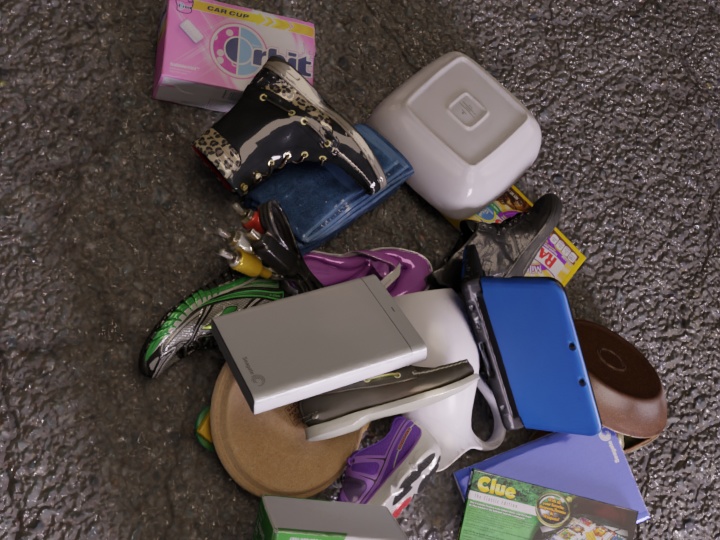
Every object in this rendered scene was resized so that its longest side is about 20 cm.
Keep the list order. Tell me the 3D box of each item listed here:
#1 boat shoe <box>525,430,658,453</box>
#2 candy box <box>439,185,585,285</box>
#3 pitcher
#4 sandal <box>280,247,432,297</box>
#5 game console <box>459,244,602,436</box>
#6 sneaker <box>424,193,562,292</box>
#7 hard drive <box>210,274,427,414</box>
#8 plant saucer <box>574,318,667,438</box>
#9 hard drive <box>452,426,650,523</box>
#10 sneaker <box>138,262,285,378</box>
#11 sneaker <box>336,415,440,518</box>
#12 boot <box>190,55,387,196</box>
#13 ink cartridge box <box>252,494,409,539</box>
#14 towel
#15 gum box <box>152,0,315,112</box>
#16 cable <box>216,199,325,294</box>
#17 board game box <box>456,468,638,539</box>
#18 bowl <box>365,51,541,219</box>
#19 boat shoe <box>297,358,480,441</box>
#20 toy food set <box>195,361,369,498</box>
[{"bbox_3d":[0.298,0.205,1.281,0.198,0.074,0.076,-16,78,-26],"label":"boat shoe"},{"bbox_3d":[0.200,-0.050,1.358,0.200,0.026,0.102,44,66,-3],"label":"candy box"},{"bbox_3d":[0.102,0.126,1.219,0.170,0.120,0.203,-4,83,-44],"label":"pitcher"},{"bbox_3d":[0.001,0.007,1.243,0.200,0.050,0.084,-3,73,-21],"label":"sandal"},{"bbox_3d":[0.196,0.075,1.183,0.117,0.171,0.202,-14,111,13],"label":"game console"},{"bbox_3d":[0.171,-0.040,1.298,0.104,0.060,0.201,36,72,-10],"label":"sneaker"},{"bbox_3d":[-0.046,0.074,1.100,0.198,0.027,0.132,-15,44,-21],"label":"hard drive"},{"bbox_3d":[0.304,0.121,1.273,0.198,0.037,0.201,23,29,-13],"label":"plant saucer"},{"bbox_3d":[0.226,0.267,1.217,0.198,0.025,0.133,-21,80,-4],"label":"hard drive"},{"bbox_3d":[-0.162,0.059,1.145,0.199,0.078,0.086,-36,88,-28],"label":"sneaker"},{"bbox_3d":[0.004,0.248,1.135,0.200,0.081,0.083,-47,57,-1],"label":"sneaker"},{"bbox_3d":[-0.083,-0.130,1.199,0.204,0.073,0.154,46,78,-2],"label":"boot"},{"bbox_3d":[-0.047,0.343,1.042,0.145,0.083,0.203,10,100,-19],"label":"ink cartridge box"},{"bbox_3d":[-0.038,-0.105,1.256,0.199,0.049,0.112,-37,70,-27],"label":"towel"},{"bbox_3d":[-0.150,-0.259,1.265,0.198,0.066,0.115,8,71,-20],"label":"gum box"},{"bbox_3d":[-0.086,-0.003,1.176,0.200,0.050,0.098,48,43,-39],"label":"cable"},{"bbox_3d":[0.214,0.305,1.185,0.198,0.023,0.106,15,82,2],"label":"board game box"},{"bbox_3d":[0.129,-0.188,1.332,0.200,0.075,0.199,45,63,9],"label":"bowl"},{"bbox_3d":[0.029,0.128,1.110,0.199,0.072,0.061,-17,75,-4],"label":"boat shoe"},{"bbox_3d":[-0.081,0.154,1.145,0.198,0.048,0.201,42,69,-21],"label":"toy food set"}]
